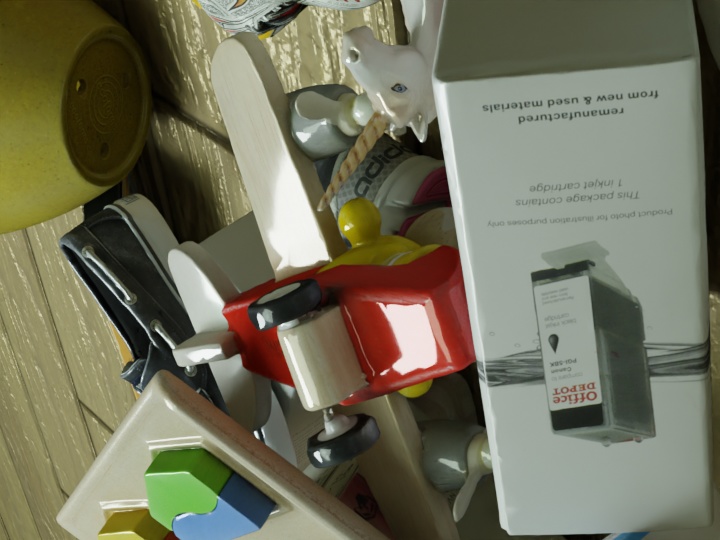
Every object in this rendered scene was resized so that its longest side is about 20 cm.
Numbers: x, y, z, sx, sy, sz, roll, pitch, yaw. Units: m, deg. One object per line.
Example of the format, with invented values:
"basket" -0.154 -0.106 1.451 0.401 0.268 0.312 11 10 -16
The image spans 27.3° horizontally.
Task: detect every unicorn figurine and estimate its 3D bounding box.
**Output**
"unicorn figurine" 0.008 -0.147 0.573 0.073 0.201 0.138 -8 135 18

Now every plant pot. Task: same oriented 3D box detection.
"plant pot" -0.220 -0.110 0.956 0.141 0.201 0.201 8 131 24

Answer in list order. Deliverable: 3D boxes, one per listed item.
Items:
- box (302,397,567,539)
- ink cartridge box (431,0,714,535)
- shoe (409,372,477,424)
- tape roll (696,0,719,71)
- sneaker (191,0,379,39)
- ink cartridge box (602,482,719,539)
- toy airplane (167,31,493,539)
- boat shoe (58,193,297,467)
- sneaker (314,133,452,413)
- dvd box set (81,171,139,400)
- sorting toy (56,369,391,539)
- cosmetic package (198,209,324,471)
"box" 0.042 0.189 0.815 0.200 0.109 0.128 42 141 -5
"ink cartridge box" 0.084 -0.023 0.547 0.082 0.147 0.201 -4 127 11
"shoe" 0.061 0.145 0.888 0.069 0.053 0.201 9 133 30
"tape roll" 0.188 -0.085 0.401 0.202 0.071 0.204 40 148 31
"sneaker" -0.037 -0.152 0.714 0.200 0.077 0.083 33 150 55
"ink cartridge box" 0.083 0.200 0.602 0.200 0.128 0.126 -44 76 36
"toy airplane" -0.004 0.016 0.678 0.199 0.140 0.201 50 155 32
"boat shoe" -0.112 0.054 0.892 0.201 0.068 0.072 60 153 -3
"sneaker" 0.000 0.000 0.805 0.087 0.073 0.201 42 144 27
"dvd box set" -0.155 0.027 1.059 0.147 0.029 0.201 -105 1 -56
"sorting toy" -0.057 0.149 0.728 0.185 0.037 0.200 37 143 -3
"cosmetic package" -0.055 0.057 0.954 0.101 0.071 0.201 46 150 21
